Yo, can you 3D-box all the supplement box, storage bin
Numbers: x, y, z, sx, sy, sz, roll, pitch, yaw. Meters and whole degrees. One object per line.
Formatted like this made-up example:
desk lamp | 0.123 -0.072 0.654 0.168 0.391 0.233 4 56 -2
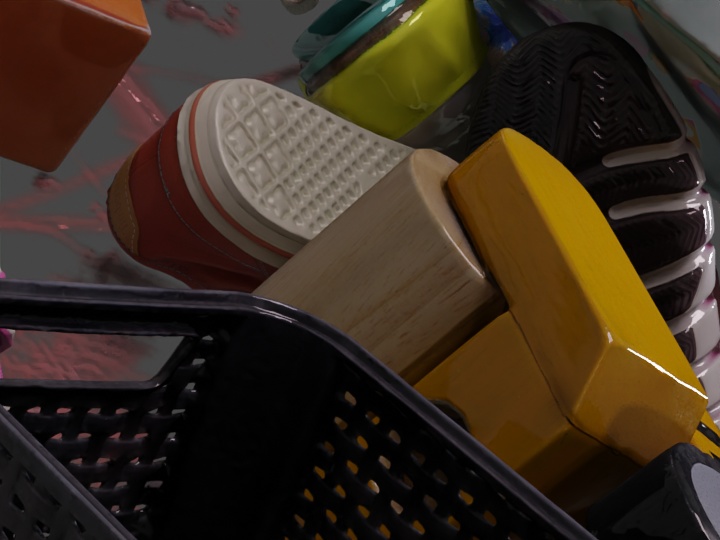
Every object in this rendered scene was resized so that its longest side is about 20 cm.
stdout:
supplement box | -0.125 -0.124 0.833 0.069 0.067 0.200 19 34 -33
storage bin | -0.020 0.090 0.552 0.135 0.094 0.200 4 25 -45

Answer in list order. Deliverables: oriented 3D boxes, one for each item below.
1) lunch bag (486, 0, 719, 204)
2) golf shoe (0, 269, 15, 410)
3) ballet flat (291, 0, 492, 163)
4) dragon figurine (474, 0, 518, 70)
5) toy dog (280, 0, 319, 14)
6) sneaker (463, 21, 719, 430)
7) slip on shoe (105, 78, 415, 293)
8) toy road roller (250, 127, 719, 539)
lunch bag | 0.099 -0.100 0.831 0.200 0.077 0.160 41 -6 37
golf shoe | -0.137 -0.015 0.668 0.092 0.075 0.200 37 26 -37
ballet flat | 0.018 -0.063 0.861 0.067 0.067 0.200 51 0 -7
dragon figurine | 0.073 -0.063 0.981 0.099 0.059 0.200 -4 48 -52
toy dog | -0.066 -0.173 0.910 0.096 0.200 0.132 -18 69 -17
sneaker | 0.088 0.015 0.827 0.116 0.076 0.200 -43 120 -73
slip on shoe | 0.000 0.000 0.802 0.200 0.061 0.074 27 50 -45
toy road roller | 0.057 0.075 0.704 0.146 0.123 0.200 29 27 -48
